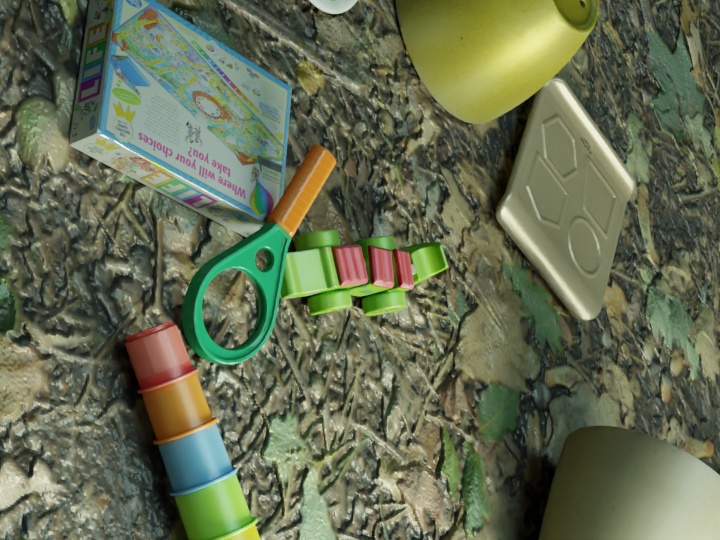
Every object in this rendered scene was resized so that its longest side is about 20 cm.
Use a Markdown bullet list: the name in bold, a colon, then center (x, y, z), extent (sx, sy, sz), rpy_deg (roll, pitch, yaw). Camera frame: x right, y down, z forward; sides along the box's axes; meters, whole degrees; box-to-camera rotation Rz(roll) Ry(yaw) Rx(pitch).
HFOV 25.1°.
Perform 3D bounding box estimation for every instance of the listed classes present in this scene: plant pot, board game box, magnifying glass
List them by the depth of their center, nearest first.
- **board game box**: center (-0.136, -0.123, 1.273), extent (0.199, 0.034, 0.136), rpy_deg (29, 56, -44)
- **magnifying glass**: center (-0.076, -0.015, 1.280), extent (0.080, 0.022, 0.201), rpy_deg (46, 64, -32)
- **plant pot**: center (0.236, 0.280, 1.510), extent (0.187, 0.186, 0.201), rpy_deg (48, 58, -30)
- **plant pot**: center (0.149, -0.261, 1.599), extent (0.199, 0.141, 0.202), rpy_deg (21, 62, -46)

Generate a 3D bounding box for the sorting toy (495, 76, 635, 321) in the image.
- **sorting toy**: center (0.216, -0.075, 1.712), extent (0.185, 0.036, 0.201), rpy_deg (48, 49, -30)

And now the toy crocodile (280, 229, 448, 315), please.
- **toy crocodile**: center (0.000, 0.000, 1.381), extent (0.199, 0.061, 0.068), rpy_deg (2, 76, -51)

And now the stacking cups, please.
- **stacking cups**: center (-0.125, 0.138, 1.186), extent (0.060, 0.060, 0.202), rpy_deg (-21, 89, -53)

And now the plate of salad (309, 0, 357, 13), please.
- **plate of salad**: center (-0.026, -0.333, 1.452), extent (0.200, 0.048, 0.202), rpy_deg (14, 74, -62)
